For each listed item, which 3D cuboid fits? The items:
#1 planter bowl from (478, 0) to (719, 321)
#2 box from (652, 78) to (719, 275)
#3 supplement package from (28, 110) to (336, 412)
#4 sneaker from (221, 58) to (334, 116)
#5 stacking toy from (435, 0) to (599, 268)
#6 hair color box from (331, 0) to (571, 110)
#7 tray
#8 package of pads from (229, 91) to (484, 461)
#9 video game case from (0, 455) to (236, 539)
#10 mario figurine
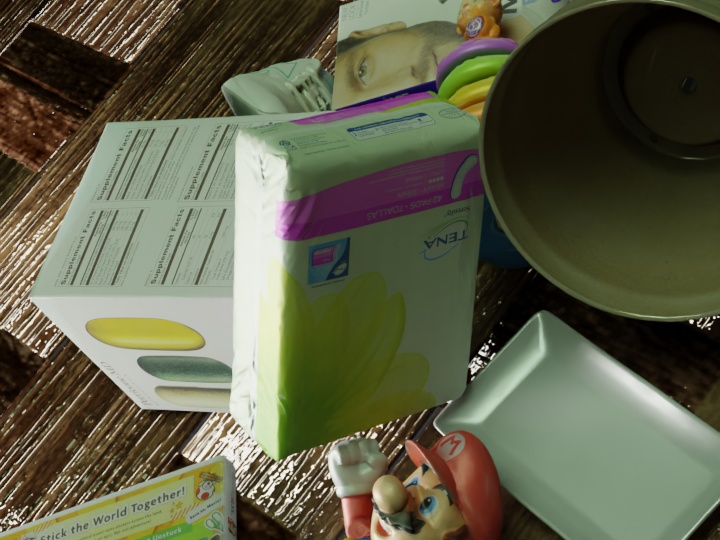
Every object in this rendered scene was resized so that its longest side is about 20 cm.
[{"bbox_3d":[0.183,-0.089,1.106,0.199,0.202,0.135,-8,24,27],"label":"planter bowl"},{"bbox_3d":[0.263,-0.066,1.184,0.159,0.044,0.201,12,63,38],"label":"box"},{"bbox_3d":[-0.086,-0.002,1.280,0.198,0.152,0.152,0,56,33],"label":"supplement package"},{"bbox_3d":[-0.055,-0.125,1.374,0.080,0.071,0.200,-26,12,1],"label":"sneaker"},{"bbox_3d":[0.090,-0.114,1.252,0.116,0.109,0.202,-37,45,38],"label":"stacking toy"},{"bbox_3d":[0.081,-0.165,1.369,0.198,0.065,0.110,-16,49,24],"label":"hair color box"},{"bbox_3d":[0.140,0.109,1.138,0.107,0.022,0.200,-46,44,-6],"label":"tray"},{"bbox_3d":[0.000,0.000,1.135,0.153,0.202,0.068,-15,31,-34],"label":"package of pads"},{"bbox_3d":[-0.171,0.231,1.242,0.198,0.023,0.183,-21,47,19],"label":"video game case"},{"bbox_3d":[0.000,0.171,1.114,0.123,0.106,0.200,42,91,11],"label":"mario figurine"}]
